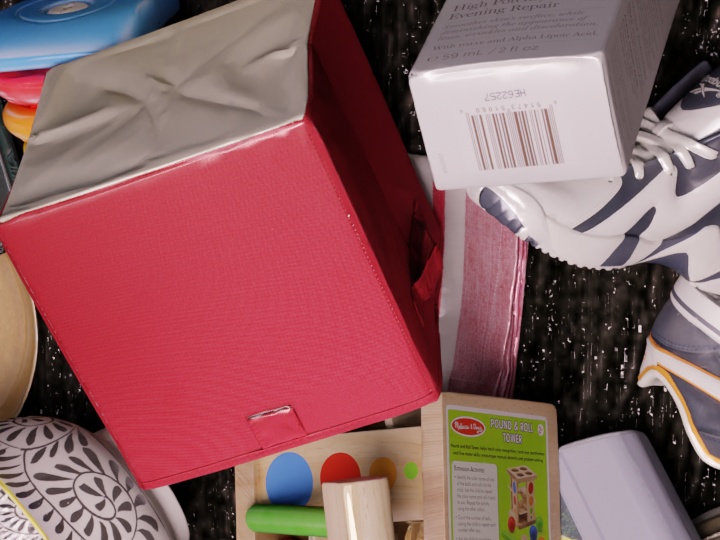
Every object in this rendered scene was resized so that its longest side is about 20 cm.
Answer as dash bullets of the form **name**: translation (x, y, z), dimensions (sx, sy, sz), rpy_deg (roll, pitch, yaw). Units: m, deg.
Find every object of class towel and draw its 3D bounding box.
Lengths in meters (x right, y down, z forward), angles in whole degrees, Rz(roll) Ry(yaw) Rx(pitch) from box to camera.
- **towel**: translation (0.000, 0.000, 1.217), dimensions (0.199, 0.023, 0.145), rpy_deg (7, 101, 17)

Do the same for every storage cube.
- **storage cube**: translation (-0.069, -0.021, 1.094), dimensions (0.199, 0.171, 0.180), rpy_deg (-17, 121, 13)

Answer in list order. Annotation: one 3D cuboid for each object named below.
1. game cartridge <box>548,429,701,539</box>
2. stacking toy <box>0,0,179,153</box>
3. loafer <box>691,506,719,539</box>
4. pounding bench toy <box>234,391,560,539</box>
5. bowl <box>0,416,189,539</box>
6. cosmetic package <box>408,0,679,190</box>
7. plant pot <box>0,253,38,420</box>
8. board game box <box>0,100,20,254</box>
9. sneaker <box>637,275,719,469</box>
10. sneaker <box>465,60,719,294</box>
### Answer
- **game cartridge**: translation (0.102, 0.183, 1.184), dimensions (0.200, 0.041, 0.134), rpy_deg (-38, 61, 25)
- **stacking toy**: translation (-0.155, -0.061, 1.226), dimensions (0.109, 0.116, 0.201), rpy_deg (-4, 113, 13)
- **loafer**: translation (0.236, 0.161, 1.144), dimensions (0.199, 0.070, 0.075), rpy_deg (-30, 90, 20)
- **pounding bench toy**: translation (-0.006, 0.135, 1.123), dimensions (0.155, 0.200, 0.125), rpy_deg (-7, 80, 33)
- **bowl**: translation (-0.166, 0.157, 1.244), dimensions (0.201, 0.094, 0.201), rpy_deg (41, 152, 27)
- **cosmetic package**: translation (0.100, -0.123, 1.061), dimensions (0.101, 0.200, 0.074), rpy_deg (-4, 123, 19)
- **plant pot**: translation (-0.291, 0.031, 1.314), dimensions (0.199, 0.027, 0.201), rpy_deg (4, 102, 17)
- **board game box**: translation (-0.285, -0.092, 1.266), dimensions (0.135, 0.028, 0.201), rpy_deg (-21, 83, 17)
- **sneaker**: translation (0.238, 0.085, 1.117), dimensions (0.200, 0.078, 0.080), rpy_deg (40, 114, 30)
- **sneaker**: translation (0.155, -0.066, 1.078), dimensions (0.198, 0.080, 0.130), rpy_deg (15, 108, -26)
